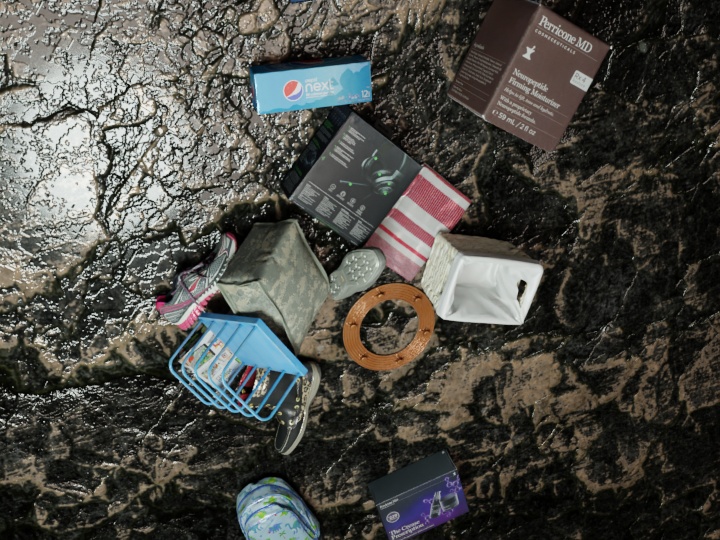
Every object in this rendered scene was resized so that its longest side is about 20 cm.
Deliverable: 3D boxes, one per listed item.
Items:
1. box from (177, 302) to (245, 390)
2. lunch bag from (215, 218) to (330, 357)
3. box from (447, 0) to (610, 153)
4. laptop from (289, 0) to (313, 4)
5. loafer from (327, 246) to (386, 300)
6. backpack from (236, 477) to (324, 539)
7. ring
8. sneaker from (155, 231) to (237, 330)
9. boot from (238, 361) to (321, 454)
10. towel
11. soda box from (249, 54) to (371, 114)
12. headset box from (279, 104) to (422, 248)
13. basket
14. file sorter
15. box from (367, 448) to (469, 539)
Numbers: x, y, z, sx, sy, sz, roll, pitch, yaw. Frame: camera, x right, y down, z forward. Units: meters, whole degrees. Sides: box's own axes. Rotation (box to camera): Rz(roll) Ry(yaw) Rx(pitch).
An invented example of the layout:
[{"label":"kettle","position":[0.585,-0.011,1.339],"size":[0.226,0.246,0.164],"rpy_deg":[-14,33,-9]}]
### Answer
[{"label":"box","position":[-0.242,0.127,1.499],"size":[0.200,0.035,0.110],"rpy_deg":[-43,120,6]},{"label":"lunch bag","position":[-0.143,0.037,1.399],"size":[0.116,0.165,0.201],"rpy_deg":[-3,132,32]},{"label":"box","position":[0.285,-0.344,1.361],"size":[0.164,0.165,0.202],"rpy_deg":[19,108,-25]},{"label":"laptop","position":[-0.027,-0.525,1.168],"size":[0.184,0.116,0.203],"rpy_deg":[-5,118,9]},{"label":"loafer","position":[0.000,0.000,1.445],"size":[0.069,0.200,0.071],"rpy_deg":[-20,84,-30]},{"label":"backpack","position":[-0.181,0.533,1.669],"size":[0.161,0.154,0.203],"rpy_deg":[-21,107,1]},{"label":"ring","position":[0.060,0.120,1.601],"size":[0.197,0.019,0.204],"rpy_deg":[-7,116,-14]},{"label":"sneaker","position":[-0.288,0.014,1.404],"size":[0.074,0.081,0.201],"rpy_deg":[34,100,-22]},{"label":"boot","position":[-0.172,0.266,1.553],"size":[0.149,0.073,0.203],"rpy_deg":[12,107,-34]},{"label":"towel","position":[0.108,-0.090,1.512],"size":[0.143,0.023,0.201],"rpy_deg":[33,102,-29]},{"label":"soda box","position":[-0.083,-0.313,1.317],"size":[0.196,0.064,0.069],"rpy_deg":[-10,118,-13]},{"label":"headset box","position":[-0.013,-0.174,1.390],"size":[0.173,0.093,0.201],"rpy_deg":[31,102,-27]},{"label":"basket","position":[0.232,0.014,1.535],"size":[0.197,0.124,0.138],"rpy_deg":[6,114,-26]},{"label":"file sorter","position":[-0.220,0.169,1.370],"size":[0.139,0.198,0.123],"rpy_deg":[50,60,-29]},{"label":"box","position":[0.132,0.516,1.786],"size":[0.197,0.079,0.143],"rpy_deg":[-23,117,-6]}]
